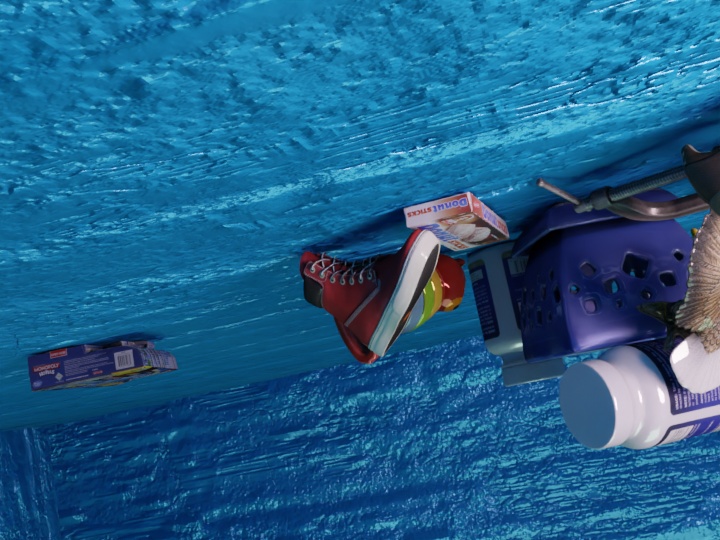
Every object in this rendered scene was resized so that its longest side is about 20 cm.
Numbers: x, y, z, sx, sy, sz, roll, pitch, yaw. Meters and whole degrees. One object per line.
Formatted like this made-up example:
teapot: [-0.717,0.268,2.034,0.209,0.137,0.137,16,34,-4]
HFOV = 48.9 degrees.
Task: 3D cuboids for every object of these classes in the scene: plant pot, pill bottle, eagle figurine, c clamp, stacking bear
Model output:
plant pot: [0.305,0.008,0.991,0.200,0.180,0.200,-10,169,-6]
pill bottle: [0.331,0.136,0.888,0.200,0.116,0.116,-6,169,-25]
eagle figurine: [0.365,0.011,0.783,0.152,0.151,0.200,-33,165,-28]
pill bottle: [0.235,0.064,1.165,0.120,0.200,0.120,-10,170,-2]
c clamp: [0.308,-0.081,0.792,0.171,0.027,0.200,18,156,-40]
stacking bear: [0.067,0.029,1.065,0.200,0.114,0.121,-16,149,-44]

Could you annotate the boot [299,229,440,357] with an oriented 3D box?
boot: [0.000,0.000,0.884,0.072,0.144,0.200,-48,169,-39]

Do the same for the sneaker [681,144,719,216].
sneaker: [0.365,-0.129,0.659,0.200,0.076,0.070,-35,155,8]

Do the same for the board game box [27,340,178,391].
board game box: [-0.436,0.164,1.387,0.200,0.062,0.200,-12,171,6]

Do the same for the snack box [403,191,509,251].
snack box: [0.114,-0.052,0.895,0.072,0.024,0.200,-12,170,20]
